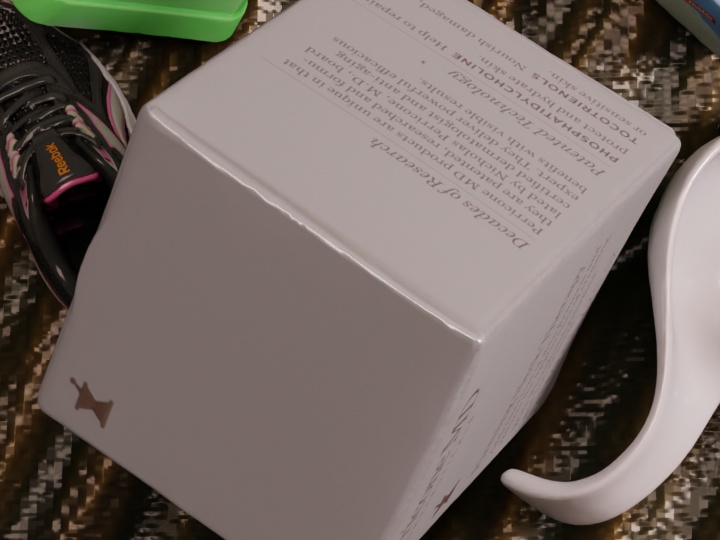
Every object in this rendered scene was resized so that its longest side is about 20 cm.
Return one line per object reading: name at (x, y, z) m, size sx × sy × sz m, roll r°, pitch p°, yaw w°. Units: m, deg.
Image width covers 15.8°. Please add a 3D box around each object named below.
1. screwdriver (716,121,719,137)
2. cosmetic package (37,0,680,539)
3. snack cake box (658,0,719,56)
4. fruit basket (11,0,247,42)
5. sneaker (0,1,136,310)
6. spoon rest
screwdriver at (0.263, -0.055, 1.196) m, size 0.198 × 0.028 × 0.029 m, roll 4°, pitch 105°, yaw 5°
cosmetic package at (0.000, 0.000, 1.093) m, size 0.166 × 0.168 × 0.200 m, roll 34°, pitch 38°, yaw 12°
snack cake box at (0.198, -0.211, 1.212) m, size 0.115 × 0.067 × 0.200 m, roll 43°, pitch 83°, yaw 13°
fruit basket at (-0.143, -0.201, 1.236) m, size 0.215 × 0.155 × 0.217 m, roll -2°, pitch 88°, yaw 47°
sneaker at (-0.132, -0.046, 1.202) m, size 0.080 × 0.086 × 0.201 m, roll -32°, pitch 74°, yaw -5°
spoon rest at (0.143, 0.028, 1.160) m, size 0.061 × 0.099 × 0.201 m, roll 29°, pitch 85°, yaw 48°
